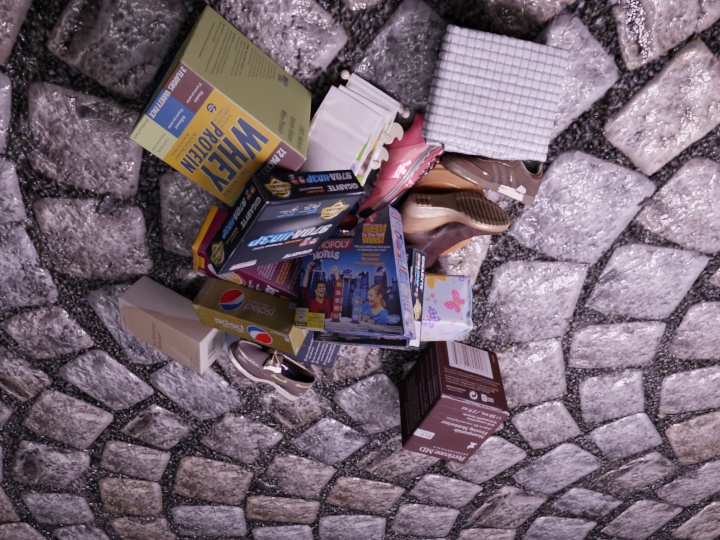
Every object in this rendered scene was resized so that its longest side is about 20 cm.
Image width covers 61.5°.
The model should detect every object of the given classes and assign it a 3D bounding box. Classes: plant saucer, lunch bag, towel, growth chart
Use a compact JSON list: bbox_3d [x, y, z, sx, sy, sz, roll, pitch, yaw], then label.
[{"bbox_3d":[0.129,-0.099,1.083,0.194,0.038,0.204,0,131,0],"label":"plant saucer"},{"bbox_3d":[0.109,0.074,1.168,0.164,0.131,0.201,3,161,-7],"label":"lunch bag"},{"bbox_3d":[0.191,-0.257,0.893,0.194,0.086,0.170,7,110,-8],"label":"towel"},{"bbox_3d":[-0.024,-0.202,0.947,0.143,0.018,0.202,36,96,-14],"label":"growth chart"}]

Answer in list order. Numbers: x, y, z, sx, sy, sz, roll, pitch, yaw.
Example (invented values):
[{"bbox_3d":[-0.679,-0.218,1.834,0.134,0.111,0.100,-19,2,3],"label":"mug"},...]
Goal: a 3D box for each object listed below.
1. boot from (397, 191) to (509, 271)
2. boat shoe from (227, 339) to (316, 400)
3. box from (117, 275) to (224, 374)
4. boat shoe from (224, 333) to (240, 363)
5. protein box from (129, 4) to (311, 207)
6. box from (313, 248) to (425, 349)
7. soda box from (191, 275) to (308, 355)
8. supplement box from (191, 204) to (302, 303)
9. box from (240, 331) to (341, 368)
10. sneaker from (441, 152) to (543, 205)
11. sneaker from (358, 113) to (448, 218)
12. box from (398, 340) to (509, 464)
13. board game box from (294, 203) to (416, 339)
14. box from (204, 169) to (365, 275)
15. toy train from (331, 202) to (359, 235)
[{"bbox_3d":[0.145,-0.060,1.064,0.194,0.074,0.168,8,142,-9],"label":"boot"},{"bbox_3d":[-0.166,0.181,1.154,0.059,0.073,0.199,-34,128,20],"label":"boat shoe"},{"bbox_3d":[-0.363,0.103,1.167,0.196,0.078,0.097,24,132,15],"label":"box"},{"bbox_3d":[-0.282,0.113,1.238,0.061,0.071,0.204,17,132,47],"label":"boat shoe"},{"bbox_3d":[-0.187,-0.224,0.865,0.198,0.201,0.134,34,122,-27],"label":"protein box"},{"bbox_3d":[0.013,0.048,1.046,0.196,0.164,0.046,-2,168,34],"label":"box"},{"bbox_3d":[-0.189,0.077,1.050,0.195,0.065,0.069,16,145,18],"label":"soda box"},{"bbox_3d":[-0.186,-0.016,1.054,0.196,0.087,0.110,25,158,-6],"label":"supplement box"},{"bbox_3d":[-0.127,0.089,1.191,0.195,0.109,0.150,13,130,-12],"label":"box"},{"bbox_3d":[0.220,-0.173,1.004,0.196,0.070,0.077,15,104,-31],"label":"sneaker"},{"bbox_3d":[0.060,-0.171,0.995,0.200,0.074,0.087,-43,84,16],"label":"sneaker"},{"bbox_3d":[0.196,0.283,1.322,0.162,0.167,0.202,16,129,-15],"label":"box"},{"bbox_3d":[0.000,0.000,0.979,0.195,0.206,0.061,2,169,25],"label":"board game box"},{"bbox_3d":[-0.106,-0.073,0.870,0.198,0.047,0.159,-15,156,-49],"label":"box"},{"bbox_3d":[-0.102,-0.075,1.051,0.114,0.086,0.200,19,130,-38],"label":"toy train"}]
